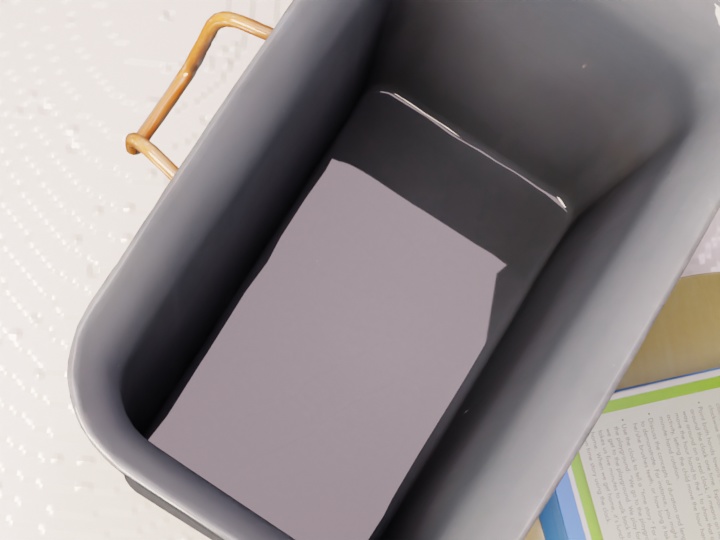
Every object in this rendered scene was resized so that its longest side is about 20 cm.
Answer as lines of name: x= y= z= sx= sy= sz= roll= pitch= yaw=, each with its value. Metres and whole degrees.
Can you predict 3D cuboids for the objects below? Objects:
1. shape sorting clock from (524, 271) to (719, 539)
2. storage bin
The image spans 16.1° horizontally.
shape sorting clock: x=0.124 y=0.098 z=0.768 sx=0.199 sy=0.039 sz=0.201 roll=3 pitch=73 yaw=-9
storage bin: x=0.000 y=0.000 z=0.725 sx=0.145 sy=0.134 sz=0.200 roll=32 pitch=71 yaw=0
